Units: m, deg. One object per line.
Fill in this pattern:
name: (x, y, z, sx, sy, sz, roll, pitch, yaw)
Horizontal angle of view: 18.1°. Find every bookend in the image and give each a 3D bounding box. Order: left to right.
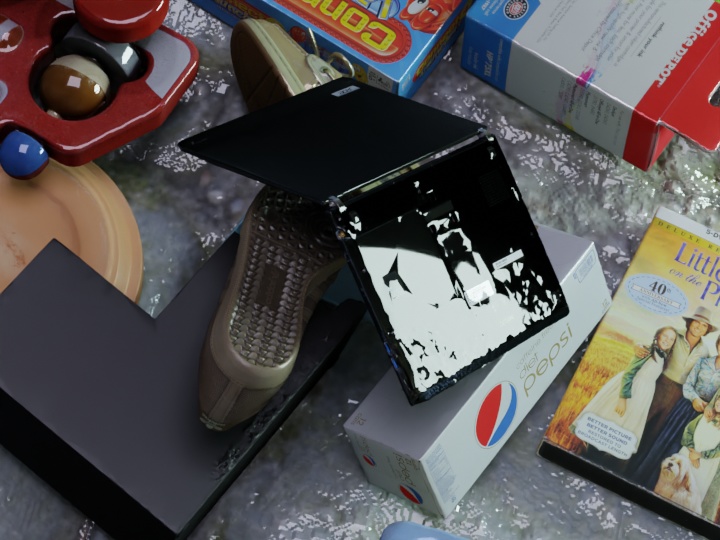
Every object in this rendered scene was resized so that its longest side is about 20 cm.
bookend: (-0.138, 0.047, 1.435, 0.200, 0.092, 0.199, 38, 64, 4)

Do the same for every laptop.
laptop: (0.011, -0.025, 1.407, 0.177, 0.103, 0.201, -27, 94, -48)

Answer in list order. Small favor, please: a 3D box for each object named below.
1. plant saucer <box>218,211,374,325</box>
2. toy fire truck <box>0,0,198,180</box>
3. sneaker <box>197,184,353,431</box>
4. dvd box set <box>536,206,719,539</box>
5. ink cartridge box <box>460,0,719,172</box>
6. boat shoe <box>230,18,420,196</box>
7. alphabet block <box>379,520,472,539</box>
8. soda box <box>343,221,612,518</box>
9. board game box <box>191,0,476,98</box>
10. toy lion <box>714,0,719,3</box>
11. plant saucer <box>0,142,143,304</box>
plant saucer: (0.000, 0.000, 1.491, 0.199, 0.019, 0.070, 24, 66, 32)
toy fire truck: (-0.221, -0.145, 1.534, 0.199, 0.112, 0.168, 31, 68, 10)
sneaker: (-0.060, 0.015, 1.383, 0.070, 0.076, 0.200, 31, 39, -5)
dvd box set: (0.224, 0.069, 1.512, 0.146, 0.029, 0.200, 27, 64, 8)
ink cartridge box: (0.184, -0.152, 1.594, 0.200, 0.067, 0.116, 32, 64, 15)
boat shoe: (-0.017, -0.095, 1.555, 0.063, 0.073, 0.200, -31, 81, -26)
alphabet block: (0.072, 0.284, 1.292, 0.195, 0.200, 0.196, 18, 62, 4)
soda box: (0.079, 0.059, 1.472, 0.068, 0.064, 0.200, 21, 59, 36)
board game box: (-0.005, -0.237, 1.631, 0.199, 0.056, 0.196, 31, 64, 10)
toy lion: (0.329, -0.221, 1.659, 0.192, 0.069, 0.200, 39, 66, 22)
plant saucer: (-0.244, -0.007, 1.505, 0.199, 0.032, 0.201, 2, 63, -4)
